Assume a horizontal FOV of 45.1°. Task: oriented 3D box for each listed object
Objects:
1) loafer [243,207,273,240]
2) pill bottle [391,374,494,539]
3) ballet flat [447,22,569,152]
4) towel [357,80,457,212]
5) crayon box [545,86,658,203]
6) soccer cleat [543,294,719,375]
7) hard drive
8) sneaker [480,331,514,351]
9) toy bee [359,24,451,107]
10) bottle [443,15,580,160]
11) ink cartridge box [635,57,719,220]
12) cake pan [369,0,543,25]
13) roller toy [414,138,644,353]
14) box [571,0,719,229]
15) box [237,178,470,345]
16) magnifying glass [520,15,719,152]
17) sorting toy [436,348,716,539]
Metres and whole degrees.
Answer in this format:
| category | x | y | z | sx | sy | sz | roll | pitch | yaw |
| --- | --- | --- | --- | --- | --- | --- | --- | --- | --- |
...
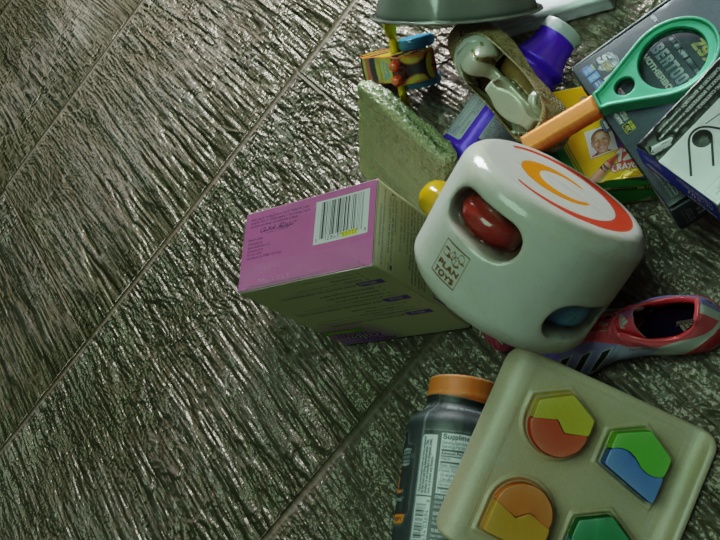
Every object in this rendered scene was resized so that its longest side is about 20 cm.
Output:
| category | x | y | z | sx | sy | sz | roll | pitch | yaw |
| --- | --- | --- | --- | --- | --- | --- | --- | --- | --- |
| loafer | -0.050 | -0.045 | 1.106 | 0.199 | 0.068 | 0.076 | 6 | 74 | 22 |
| pill bottle | 0.091 | 0.206 | 0.853 | 0.106 | 0.106 | 0.201 | -5 | 66 | 36 |
| ballet flat | 0.146 | -0.203 | 0.916 | 0.200 | 0.065 | 0.071 | 51 | 123 | 28 |
| towel | 0.053 | -0.129 | 1.027 | 0.036 | 0.149 | 0.200 | -23 | 46 | -20 |
| crayon box | 0.288 | -0.135 | 0.890 | 0.200 | 0.058 | 0.119 | -6 | 67 | 34 |
| soccer cleat | 0.240 | 0.059 | 0.825 | 0.200 | 0.076 | 0.067 | -13 | 62 | 32 |
| hard drive | 0.215 | -0.357 | 1.073 | 0.200 | 0.026 | 0.132 | -7 | 66 | 36 |
| sneaker | 0.151 | -0.013 | 0.932 | 0.074 | 0.081 | 0.201 | -3 | 73 | 4 |
| toy bee | 0.057 | -0.263 | 1.081 | 0.200 | 0.109 | 0.131 | -22 | 94 | 53 |
| bottle | 0.173 | -0.194 | 0.991 | 0.065 | 0.083 | 0.200 | 39 | 96 | 42 |
| ink cartridge box | 0.338 | -0.146 | 0.729 | 0.200 | 0.044 | 0.094 | -47 | 55 | 7 |
| cake pan | 0.109 | -0.314 | 1.000 | 0.200 | 0.200 | 0.037 | 18 | 121 | 41 |
| roller toy | 0.147 | -0.020 | 0.794 | 0.140 | 0.200 | 0.183 | -62 | 5 | 26 |
| box | 0.314 | -0.161 | 0.811 | 0.158 | 0.051 | 0.200 | -33 | 56 | 17 |
| box | 0.000 | 0.000 | 0.954 | 0.176 | 0.200 | 0.097 | -12 | 62 | 34 |
| magnifying glass | 0.242 | -0.167 | 0.817 | 0.200 | 0.022 | 0.080 | -31 | 56 | 24 |
| sorting toy | 0.191 | 0.189 | 0.769 | 0.200 | 0.036 | 0.186 | 24 | 84 | 7 |
